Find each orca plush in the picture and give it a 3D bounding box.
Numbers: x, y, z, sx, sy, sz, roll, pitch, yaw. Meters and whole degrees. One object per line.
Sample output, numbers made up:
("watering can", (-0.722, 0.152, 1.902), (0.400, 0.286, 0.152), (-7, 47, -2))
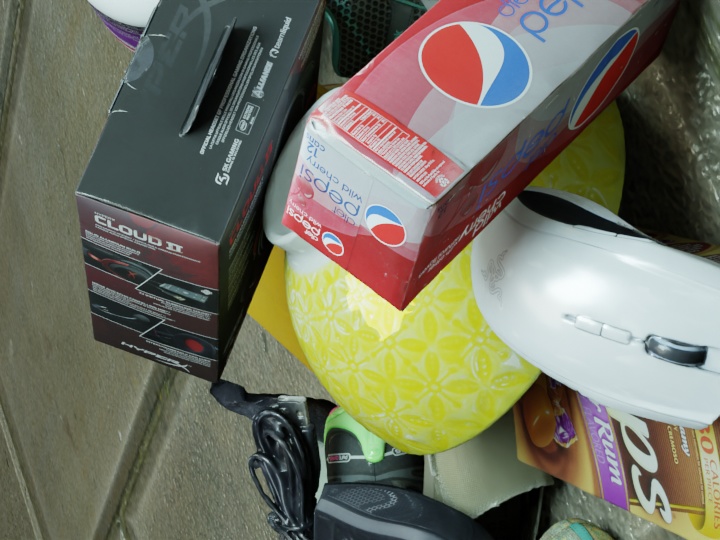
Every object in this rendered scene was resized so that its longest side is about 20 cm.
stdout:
("orca plush", (-0.021, 0.112, 1.255), (0.105, 0.200, 0.071), (-30, 41, 29))

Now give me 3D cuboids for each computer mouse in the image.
("computer mouse", (0.021, 0.150, 1.072), (0.199, 0.052, 0.140), (21, 124, 48))
("computer mouse", (0.114, 0.027, 0.791), (0.199, 0.044, 0.111), (23, 113, 34))

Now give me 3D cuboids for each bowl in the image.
("bowl", (0.019, -0.027, 0.941), (0.200, 0.107, 0.201), (-46, 29, 35))

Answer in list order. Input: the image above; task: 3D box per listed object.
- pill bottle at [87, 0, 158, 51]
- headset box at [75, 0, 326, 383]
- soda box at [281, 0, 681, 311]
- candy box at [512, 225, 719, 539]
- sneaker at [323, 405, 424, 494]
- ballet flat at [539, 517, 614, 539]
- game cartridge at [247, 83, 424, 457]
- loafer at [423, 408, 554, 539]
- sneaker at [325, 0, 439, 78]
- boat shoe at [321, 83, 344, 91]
("pill bottle", (-0.124, -0.198, 1.260), (0.200, 0.112, 0.113), (77, 179, -87))
("headset box", (-0.076, -0.054, 0.990), (0.200, 0.074, 0.150), (100, -170, -65))
("soda box", (0.056, -0.076, 0.818), (0.063, 0.200, 0.070), (36, 144, 15))
("candy box", (0.130, 0.045, 0.905), (0.200, 0.056, 0.118), (-163, 63, -65))
("sneaker", (0.013, 0.160, 1.191), (0.201, 0.076, 0.084), (73, -168, -47))
("ballet flat", (0.099, 0.208, 1.073), (0.071, 0.070, 0.201), (58, 147, 40))
("game cartridge", (0.000, 0.000, 1.163), (0.176, 0.032, 0.201), (41, 145, 17))
("loafer", (0.069, 0.092, 1.077), (0.068, 0.075, 0.201), (49, 156, 48))
("sneaker", (-0.035, -0.181, 1.034), (0.200, 0.091, 0.078), (48, -176, -1))
("boat shoe", (-0.035, -0.070, 1.246), (0.200, 0.070, 0.071), (157, 106, -78))
